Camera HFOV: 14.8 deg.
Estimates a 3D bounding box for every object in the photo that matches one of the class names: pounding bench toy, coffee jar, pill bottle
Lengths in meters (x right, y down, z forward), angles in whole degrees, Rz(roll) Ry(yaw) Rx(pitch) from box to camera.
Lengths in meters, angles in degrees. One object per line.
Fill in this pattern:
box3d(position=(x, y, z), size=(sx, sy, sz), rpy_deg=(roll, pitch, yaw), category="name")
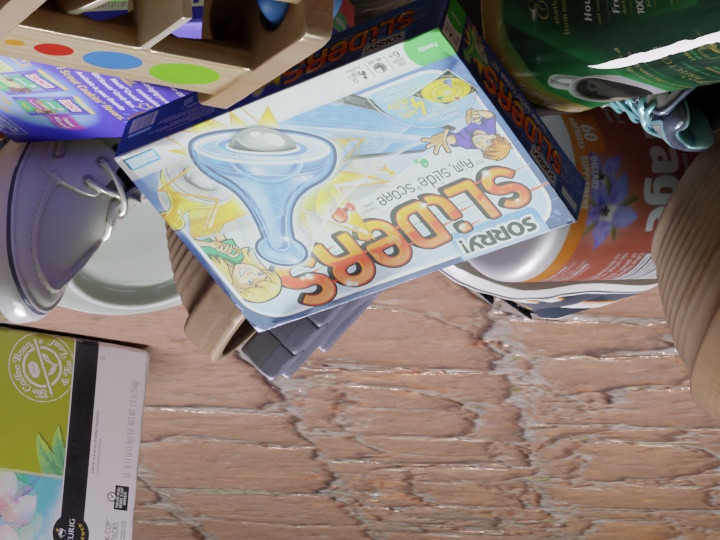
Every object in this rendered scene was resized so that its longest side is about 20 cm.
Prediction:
box3d(position=(-0.106, -0.147, 1.273), size=(0.156, 0.125, 0.200), rpy_deg=(9, 165, -24), category="pounding bench toy")
box3d(position=(0.138, -0.131, 1.364), size=(0.200, 0.086, 0.104), rpy_deg=(-9, 166, 38), category="coffee jar")
box3d(position=(0.156, -0.051, 1.598), size=(0.200, 0.112, 0.112), rpy_deg=(-2, 171, -35), category="pill bottle")

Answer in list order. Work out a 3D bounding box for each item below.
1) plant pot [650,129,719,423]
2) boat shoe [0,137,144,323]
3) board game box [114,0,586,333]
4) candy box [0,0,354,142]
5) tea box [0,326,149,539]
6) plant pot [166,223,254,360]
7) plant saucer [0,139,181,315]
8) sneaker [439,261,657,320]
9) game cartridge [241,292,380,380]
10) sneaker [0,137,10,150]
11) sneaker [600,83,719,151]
box3d(position=(0.222, -0.021, 1.488), size=(0.093, 0.201, 0.201), rpy_deg=(37, 177, 21), category="plant pot")
box3d(position=(-0.155, -0.052, 1.559), size=(0.070, 0.200, 0.071), rpy_deg=(-10, 128, 22), category="boat shoe")
box3d(position=(-0.006, -0.051, 1.400), size=(0.200, 0.035, 0.135), rpy_deg=(-20, 124, 30), category="board game box")
box3d(position=(-0.122, -0.129, 1.449), size=(0.199, 0.077, 0.169), rpy_deg=(0, 164, 18), category="candy box")
box3d(position=(-0.300, 0.161, 2.381), size=(0.196, 0.201, 0.134), rpy_deg=(9, 165, -23), category="tea box")
box3d(position=(-0.048, -0.051, 1.590), size=(0.093, 0.201, 0.201), rpy_deg=(42, 165, 4), category="plant pot")
box3d(position=(-0.139, -0.028, 1.727), size=(0.200, 0.050, 0.200), rpy_deg=(-8, 139, -7), category="plant saucer")
box3d(position=(0.110, -0.008, 1.873), size=(0.200, 0.079, 0.079), rpy_deg=(9, 159, -29), category="sneaker")
box3d(position=(0.000, 0.000, 1.614), size=(0.130, 0.038, 0.200), rpy_deg=(-44, 178, 10), category="game cartridge")
box3d(position=(-0.168, -0.040, 1.820), size=(0.199, 0.077, 0.085), rpy_deg=(7, 170, -11), category="sneaker")
box3d(position=(0.152, -0.106, 1.456), size=(0.200, 0.087, 0.078), rpy_deg=(-7, 162, 34), category="sneaker")
